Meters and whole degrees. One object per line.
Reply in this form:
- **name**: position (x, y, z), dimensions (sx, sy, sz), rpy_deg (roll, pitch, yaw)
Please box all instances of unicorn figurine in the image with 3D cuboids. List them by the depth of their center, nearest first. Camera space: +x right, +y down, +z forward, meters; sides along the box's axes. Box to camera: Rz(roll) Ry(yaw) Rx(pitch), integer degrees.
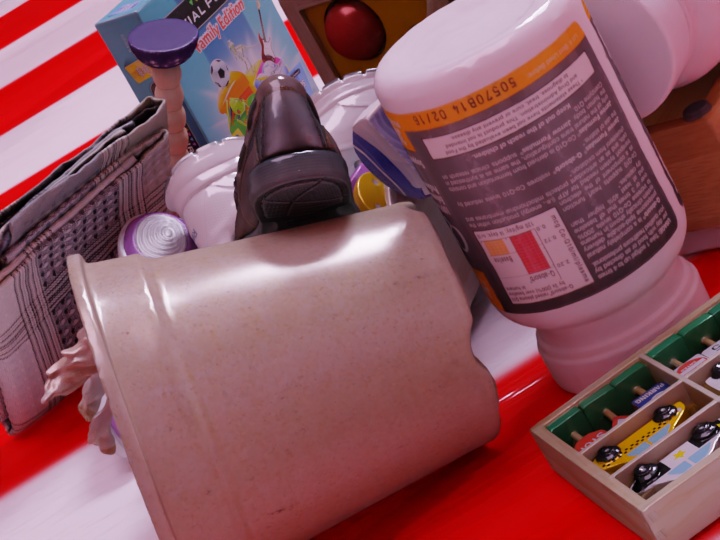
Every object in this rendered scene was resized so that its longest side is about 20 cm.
- **unicorn figurine**: position (-0.102, 0.041, 1.147), dimensions (0.138, 0.074, 0.200), rpy_deg (-64, -17, 12)

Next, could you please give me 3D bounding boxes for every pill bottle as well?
- **pill bottle**: position (0.099, -0.042, 0.981), dimensions (0.116, 0.201, 0.117), rpy_deg (-26, 21, 11)
- **pill bottle**: position (0.166, -0.171, 1.067), dimensions (0.119, 0.120, 0.200), rpy_deg (-13, 29, 39)

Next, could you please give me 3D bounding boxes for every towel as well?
- **towel**: position (-0.191, 0.000, 1.327), dimensions (0.034, 0.201, 0.192), rpy_deg (32, 58, 27)

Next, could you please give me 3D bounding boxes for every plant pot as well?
- **plant pot**: position (-0.033, 0.057, 0.989), dimensions (0.182, 0.201, 0.201), rpy_deg (-20, 20, -5)

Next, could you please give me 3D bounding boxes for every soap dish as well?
- **soap dish**: position (0.191, -0.089, 1.129), dimensions (0.157, 0.081, 0.200), rpy_deg (-13, 28, 39)

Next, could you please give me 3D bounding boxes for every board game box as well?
- **board game box**: position (-0.106, -0.147, 1.489), dimensions (0.047, 0.201, 0.151), rpy_deg (-11, 29, 36)

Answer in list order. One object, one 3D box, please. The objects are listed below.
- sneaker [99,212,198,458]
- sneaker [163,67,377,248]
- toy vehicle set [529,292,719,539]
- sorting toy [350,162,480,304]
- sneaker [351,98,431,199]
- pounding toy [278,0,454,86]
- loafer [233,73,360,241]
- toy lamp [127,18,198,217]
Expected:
- **sneaker**: position (-0.140, 0.057, 1.283), dimensions (0.074, 0.100, 0.201), rpy_deg (10, 44, -5)
- **sneaker**: position (-0.029, -0.065, 1.273), dimensions (0.199, 0.075, 0.087), rpy_deg (-29, 65, 1)
- **toy vehicle set**: position (0.189, 0.047, 0.902), dimensions (0.199, 0.027, 0.124), rpy_deg (-34, 21, -10)
- **sorting toy**: position (0.000, 0.000, 1.203), dimensions (0.180, 0.107, 0.200), rpy_deg (-40, 12, 35)
- **sneaker**: position (0.074, -0.106, 1.158), dimensions (0.199, 0.081, 0.115), rpy_deg (-41, 2, -25)
- **pounding toy**: position (0.053, -0.179, 1.371), dimensions (0.199, 0.185, 0.142), rpy_deg (-10, 29, 42)
- **loafer**: position (-0.037, -0.050, 1.044), dimensions (0.071, 0.063, 0.200), rpy_deg (-10, -12, -7)
- **toy lamp**: position (-0.139, -0.086, 1.412), dimensions (0.058, 0.201, 0.058), rpy_deg (-2, 34, 2)
